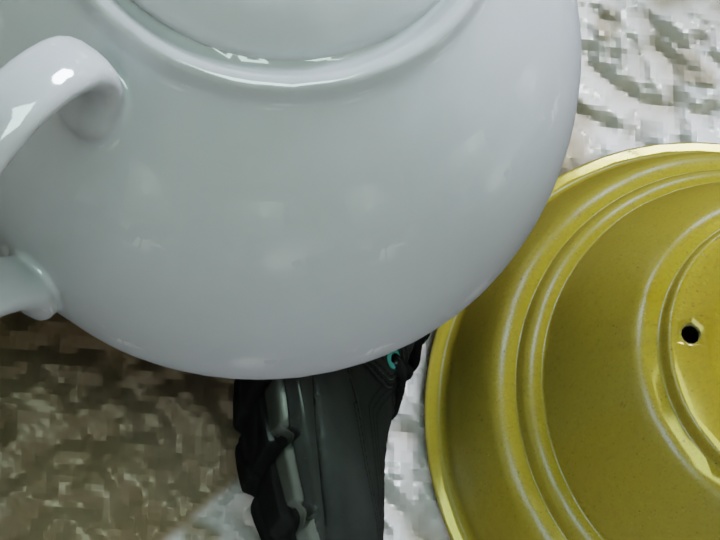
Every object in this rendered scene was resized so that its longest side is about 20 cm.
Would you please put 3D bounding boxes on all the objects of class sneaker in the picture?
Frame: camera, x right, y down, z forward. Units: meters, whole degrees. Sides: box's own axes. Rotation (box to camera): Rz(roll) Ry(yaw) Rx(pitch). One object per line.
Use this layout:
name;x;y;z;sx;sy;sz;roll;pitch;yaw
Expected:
sneaker;0.000;0.000;0.856;0.079;0.075;0.201;1;70;-14

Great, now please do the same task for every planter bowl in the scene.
planter bowl;0.125;0.038;0.862;0.199;0.083;0.201;4;70;-10

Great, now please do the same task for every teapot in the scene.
teapot;-0.028;-0.075;0.770;0.196;0.146;0.201;-2;61;-7
